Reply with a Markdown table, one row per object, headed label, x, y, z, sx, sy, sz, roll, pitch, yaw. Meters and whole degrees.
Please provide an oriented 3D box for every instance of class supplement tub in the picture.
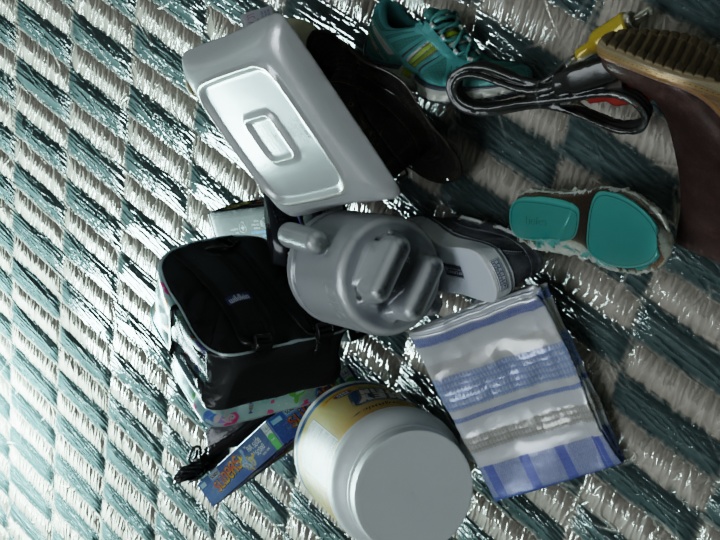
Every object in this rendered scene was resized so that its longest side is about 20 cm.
| label | x | y | z | sx | sy | sz | roll | pitch | yaw |
| --- | --- | --- | --- | --- | --- | --- | --- | --- | --- |
| supplement tub | 0.022 | 0.200 | 1.505 | 0.200 | 0.144 | 0.146 | -158 | 52 | -71 |

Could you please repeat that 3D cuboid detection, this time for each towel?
| label | x | y | z | sx | sy | sz | roll | pitch | yaw |
| --- | --- | --- | --- | --- | --- | --- | --- | --- | --- |
| towel | 0.147 | 0.118 | 1.388 | 0.146 | 0.024 | 0.201 | -20 | 106 | 24 |

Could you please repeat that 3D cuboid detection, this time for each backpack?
| label | x | y | z | sx | sy | sz | roll | pitch | yaw |
| --- | --- | --- | --- | --- | --- | --- | --- | --- | --- |
| backpack | -0.125 | 0.056 | 1.548 | 0.200 | 0.177 | 0.151 | 51 | 140 | 36 |

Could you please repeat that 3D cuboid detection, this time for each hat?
| label | x | y | z | sx | sy | sz | roll | pitch | yaw |
| --- | --- | --- | --- | --- | --- | --- | --- | --- | --- |
| hat | -0.001 | -0.130 | 1.401 | 0.200 | 0.081 | 0.201 | 42 | 169 | 9 |

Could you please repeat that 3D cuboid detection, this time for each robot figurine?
| label | x | y | z | sx | sy | sz | roll | pitch | yaw |
| --- | --- | --- | --- | --- | --- | --- | --- | --- | --- |
| robot figurine | 0.000 | 0.000 | 1.420 | 0.169 | 0.113 | 0.200 | 33 | 170 | -25 |

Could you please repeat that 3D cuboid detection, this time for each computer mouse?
| label | x | y | z | sx | sy | sz | roll | pitch | yaw |
| --- | --- | --- | --- | --- | --- | --- | --- | --- | --- |
| computer mouse | -0.133 | 0.171 | 1.734 | 0.053 | 0.138 | 0.200 | 37 | 105 | 5 |
| computer mouse | -0.089 | -0.080 | 1.569 | 0.059 | 0.034 | 0.201 | 93 | 168 | -46 |

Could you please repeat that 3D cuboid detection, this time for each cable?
| label | x | y | z | sx | sy | sz | roll | pitch | yaw |
| --- | --- | --- | --- | --- | --- | --- | --- | --- | --- |
| cable | 0.172 | -0.154 | 1.247 | 0.199 | 0.050 | 0.098 | -9 | 113 | 37 |

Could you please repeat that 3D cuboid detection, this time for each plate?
| label | x | y | z | sx | sy | sz | roll | pitch | yaw |
| --- | --- | --- | --- | --- | --- | --- | --- | --- | --- |
| plate | -0.075 | -0.131 | 1.377 | 0.200 | 0.032 | 0.200 | -7 | 122 | 57 |

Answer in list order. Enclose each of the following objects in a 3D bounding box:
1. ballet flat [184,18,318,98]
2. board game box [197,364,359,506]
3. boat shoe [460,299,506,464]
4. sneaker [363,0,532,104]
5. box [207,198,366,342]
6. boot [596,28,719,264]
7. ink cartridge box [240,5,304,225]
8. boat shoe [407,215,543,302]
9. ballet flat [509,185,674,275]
| label | x | y | z | sx | sy | sz | roll | pitch | yaw |
| --- | --- | --- | --- | --- | --- | --- | --- | --- | --- |
| ballet flat | -0.120 | -0.218 | 1.567 | 0.199 | 0.069 | 0.070 | -9 | 102 | 51 |
| board game box | -0.093 | 0.190 | 1.686 | 0.035 | 0.135 | 0.200 | 53 | 140 | 6 |
| boat shoe | 0.139 | 0.113 | 1.441 | 0.065 | 0.073 | 0.201 | 24 | 136 | 35 |
| sneaker | 0.074 | -0.198 | 1.349 | 0.199 | 0.077 | 0.080 | 24 | 117 | 41 |
| box | -0.078 | -0.002 | 1.643 | 0.199 | 0.046 | 0.160 | -2 | 106 | 49 |
| boot | 0.264 | -0.089 | 1.163 | 0.199 | 0.072 | 0.167 | 25 | 130 | 22 |
| ink cartridge box | -0.073 | -0.151 | 1.490 | 0.120 | 0.042 | 0.201 | -103 | -1 | -49 |
| boat shoe | 0.105 | -0.021 | 1.408 | 0.200 | 0.067 | 0.072 | 18 | 130 | 65 |
| ballet flat | 0.209 | -0.041 | 1.264 | 0.200 | 0.071 | 0.072 | 19 | 123 | 55 |
